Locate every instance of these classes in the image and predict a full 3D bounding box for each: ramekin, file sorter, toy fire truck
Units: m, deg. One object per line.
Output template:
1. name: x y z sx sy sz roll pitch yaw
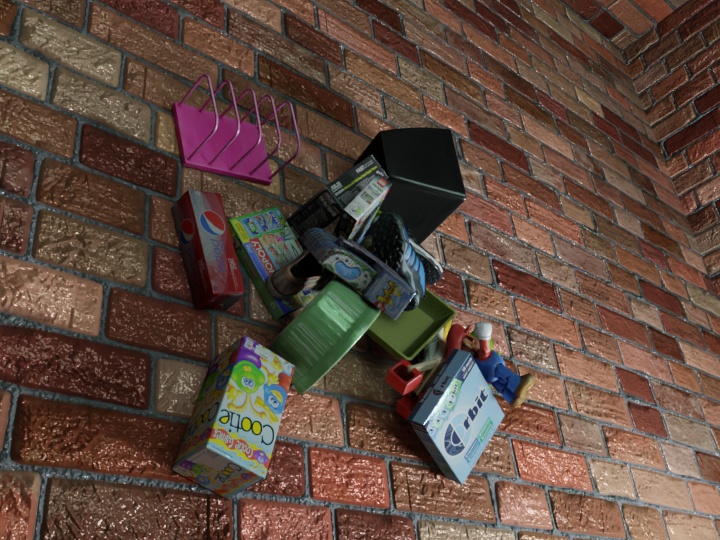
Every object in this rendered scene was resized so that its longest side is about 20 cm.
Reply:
1. ramekin: -0.067 0.104 1.286 0.098 0.200 0.200 44 39 -1
2. file sorter: -0.232 -0.270 1.439 0.199 0.125 0.140 9 57 -43
3. toy fire truck: 0.123 0.214 1.437 0.199 0.142 0.049 -21 45 -41

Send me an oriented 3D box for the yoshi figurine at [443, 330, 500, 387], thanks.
1. yoshi figurine: 0.241 0.203 1.605 0.112 0.112 0.200 34 38 -14

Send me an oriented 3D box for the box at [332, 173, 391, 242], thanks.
1. box: -0.008 -0.096 1.463 0.035 0.200 0.110 40 65 5

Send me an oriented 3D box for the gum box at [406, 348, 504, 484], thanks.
1. gum box: 0.185 0.277 1.428 0.170 0.044 0.200 -51 129 -25

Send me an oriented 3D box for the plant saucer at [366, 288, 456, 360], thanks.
1. plant saucer: 0.062 0.083 1.502 0.199 0.048 0.200 38 41 14

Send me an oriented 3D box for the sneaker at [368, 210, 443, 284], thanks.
1. sneaker: 0.104 -0.056 1.598 0.200 0.072 0.083 41 42 -16

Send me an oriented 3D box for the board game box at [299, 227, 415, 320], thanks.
1. board game box: 0.008 0.003 1.304 0.200 0.062 0.200 36 3 -24

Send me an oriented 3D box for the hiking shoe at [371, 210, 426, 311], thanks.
1. hiking shoe: 0.077 -0.024 1.476 0.087 0.074 0.201 -36 117 -57

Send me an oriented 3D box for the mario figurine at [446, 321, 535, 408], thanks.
1. mario figurine: 0.259 0.169 1.491 0.200 0.124 0.106 40 22 23

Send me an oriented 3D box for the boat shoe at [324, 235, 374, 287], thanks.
1. boat shoe: 0.000 0.000 1.465 0.074 0.076 0.200 36 42 8

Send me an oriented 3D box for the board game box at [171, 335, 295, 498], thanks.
1. board game box: -0.188 0.219 1.143 0.103 0.105 0.201 35 41 -22

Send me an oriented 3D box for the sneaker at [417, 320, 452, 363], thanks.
1. sneaker: 0.133 0.146 1.570 0.082 0.078 0.201 29 39 -11

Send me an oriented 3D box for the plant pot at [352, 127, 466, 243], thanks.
1. plant pot: 0.094 -0.204 1.690 0.177 0.200 0.201 11 55 -28

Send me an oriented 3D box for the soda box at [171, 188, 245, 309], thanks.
1. soda box: -0.261 -0.036 1.288 0.070 0.063 0.201 4 60 -45

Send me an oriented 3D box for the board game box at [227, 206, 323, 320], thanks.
1. board game box: -0.157 -0.017 1.410 0.134 0.029 0.201 -23 80 -52

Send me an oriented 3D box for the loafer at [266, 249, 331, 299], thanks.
1. loafer: -0.091 -0.005 1.395 0.072 0.063 0.200 54 38 1

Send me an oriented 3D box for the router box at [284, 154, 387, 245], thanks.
1. router box: -0.050 -0.140 1.513 0.062 0.150 0.200 51 39 -4

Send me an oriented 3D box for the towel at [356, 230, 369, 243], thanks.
1. towel: 0.044 -0.047 1.626 0.200 0.048 0.112 44 40 -14
